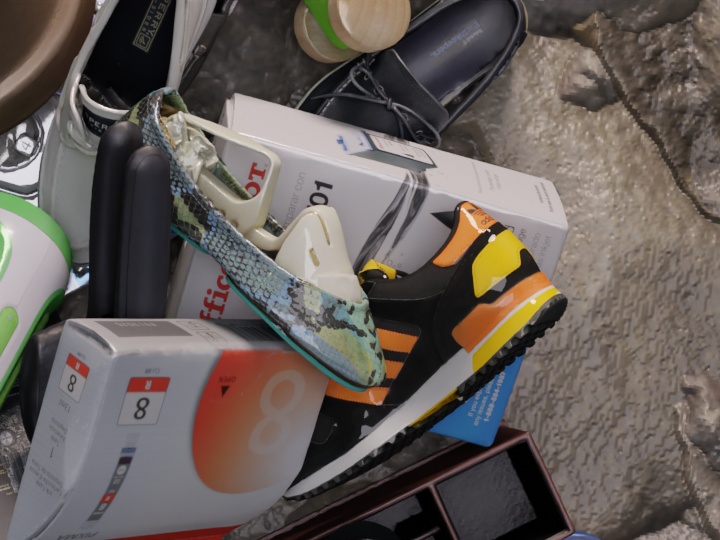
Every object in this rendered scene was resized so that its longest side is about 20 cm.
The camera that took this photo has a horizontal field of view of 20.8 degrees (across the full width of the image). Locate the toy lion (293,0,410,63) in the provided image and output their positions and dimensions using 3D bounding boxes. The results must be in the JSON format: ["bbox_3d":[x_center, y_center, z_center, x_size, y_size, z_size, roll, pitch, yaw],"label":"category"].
[{"bbox_3d":[-0.011,-0.233,1.128,0.200,0.069,0.192,-41,106,-21],"label":"toy lion"}]

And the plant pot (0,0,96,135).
[{"bbox_3d":[-0.250,-0.185,1.054,0.199,0.175,0.201,0,73,0],"label":"plant pot"}]

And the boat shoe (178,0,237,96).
[{"bbox_3d":[-0.096,-0.182,1.139,0.067,0.057,0.201,28,75,-13],"label":"boat shoe"}]

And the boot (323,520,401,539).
[{"bbox_3d":[-0.032,0.241,1.047,0.073,0.163,0.198,36,110,-23],"label":"boot"}]

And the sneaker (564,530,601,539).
[{"bbox_3d":[0.073,0.225,1.151,0.200,0.088,0.075,-33,91,-9],"label":"sneaker"}]

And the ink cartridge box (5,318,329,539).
[{"bbox_3d":[-0.105,0.123,1.018,0.162,0.050,0.201,2,107,-48],"label":"ink cartridge box"}]

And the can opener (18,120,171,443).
[{"bbox_3d":[-0.124,0.017,1.016,0.078,0.201,0.063,-18,47,-40],"label":"can opener"}]

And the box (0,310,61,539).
[{"bbox_3d":[-0.240,0.112,1.075,0.199,0.044,0.160,-16,55,-19],"label":"box"}]

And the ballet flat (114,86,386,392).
[{"bbox_3d":[-0.052,-0.022,1.020,0.200,0.074,0.074,40,84,9],"label":"ballet flat"}]

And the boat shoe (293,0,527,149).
[{"bbox_3d":[0.022,-0.103,1.166,0.200,0.062,0.075,-41,96,-4],"label":"boat shoe"}]

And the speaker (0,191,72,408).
[{"bbox_3d":[-0.225,0.052,1.042,0.088,0.089,0.200,27,50,-6],"label":"speaker"}]

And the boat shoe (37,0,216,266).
[{"bbox_3d":[-0.135,-0.089,1.089,0.072,0.066,0.200,29,108,2],"label":"boat shoe"}]

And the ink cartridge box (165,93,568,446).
[{"bbox_3d":[0.000,0.000,1.126,0.199,0.086,0.147,14,109,-9],"label":"ink cartridge box"}]

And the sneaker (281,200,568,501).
[{"bbox_3d":[0.016,0.044,1.072,0.200,0.070,0.090,-39,79,22],"label":"sneaker"}]

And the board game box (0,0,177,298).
[{"bbox_3d":[-0.208,-0.080,1.153,0.200,0.026,0.200,-29,92,-7],"label":"board game box"}]

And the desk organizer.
[{"bbox_3d":[0.019,0.163,1.150,0.199,0.077,0.072,-25,92,-8],"label":"desk organizer"}]
